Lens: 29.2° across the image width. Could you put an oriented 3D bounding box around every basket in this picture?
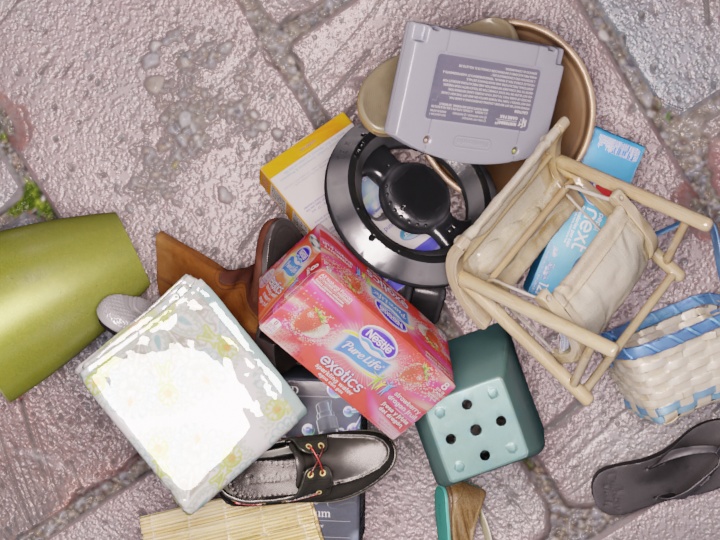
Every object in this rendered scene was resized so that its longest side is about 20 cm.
[{"bbox_3d":[0.335,0.057,1.529,0.175,0.139,0.202,-18,100,-11],"label":"basket"}]

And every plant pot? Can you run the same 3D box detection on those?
[{"bbox_3d":[0.122,0.156,1.523,0.140,0.200,0.143,-20,93,5],"label":"plant pot"},{"bbox_3d":[0.160,-0.176,1.549,0.199,0.093,0.203,0,95,4],"label":"plant pot"},{"bbox_3d":[-0.346,0.019,1.561,0.199,0.187,0.188,-27,93,-10],"label":"plant pot"}]

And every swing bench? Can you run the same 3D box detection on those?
[{"bbox_3d":[0.216,-0.012,1.415,0.199,0.130,0.199,36,65,15],"label":"swing bench"}]

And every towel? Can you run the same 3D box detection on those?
[{"bbox_3d":[-0.179,0.127,1.463,0.171,0.048,0.200,-39,89,-14],"label":"towel"}]

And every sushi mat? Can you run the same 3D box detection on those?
[{"bbox_3d":[-0.141,0.298,1.534,0.198,0.012,0.097,-13,93,4],"label":"sushi mat"}]

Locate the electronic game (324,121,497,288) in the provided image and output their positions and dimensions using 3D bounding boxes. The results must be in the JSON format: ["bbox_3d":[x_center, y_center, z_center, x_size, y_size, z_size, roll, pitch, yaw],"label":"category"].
[{"bbox_3d":[0.056,-0.075,1.451,0.198,0.042,0.202,9,63,-18],"label":"electronic game"}]

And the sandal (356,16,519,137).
[{"bbox_3d":[0.081,-0.215,1.453,0.199,0.054,0.081,-30,72,-9],"label":"sandal"}]

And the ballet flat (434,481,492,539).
[{"bbox_3d":[0.120,0.344,1.614,0.072,0.068,0.202,2,91,-17],"label":"ballet flat"}]

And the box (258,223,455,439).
[{"bbox_3d":[-0.004,0.063,1.408,0.095,0.100,0.200,-41,114,18],"label":"box"}]

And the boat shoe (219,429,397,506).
[{"bbox_3d":[-0.058,0.215,1.494,0.199,0.063,0.074,-11,75,2],"label":"boat shoe"}]

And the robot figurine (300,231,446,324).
[{"bbox_3d":[0.000,0.000,1.553,0.198,0.150,0.126,13,108,1],"label":"robot figurine"}]

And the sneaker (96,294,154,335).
[{"bbox_3d":[-0.240,0.108,1.563,0.114,0.076,0.199,-46,133,12],"label":"sneaker"}]

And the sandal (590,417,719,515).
[{"bbox_3d":[0.365,0.234,1.596,0.199,0.043,0.077,-25,93,4],"label":"sandal"}]

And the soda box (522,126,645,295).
[{"bbox_3d":[0.252,-0.058,1.566,0.064,0.068,0.202,22,95,0],"label":"soda box"}]

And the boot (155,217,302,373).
[{"bbox_3d":[-0.147,-0.003,1.528,0.199,0.068,0.190,28,137,33],"label":"boot"}]

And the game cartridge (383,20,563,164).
[{"bbox_3d":[0.117,-0.179,1.433,0.198,0.041,0.135,4,102,-33],"label":"game cartridge"}]

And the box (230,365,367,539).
[{"bbox_3d":[-0.068,0.214,1.584,0.147,0.107,0.202,1,94,3],"label":"box"}]

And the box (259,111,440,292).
[{"bbox_3d":[-0.004,-0.062,1.495,0.119,0.042,0.200,-35,76,-18],"label":"box"}]
